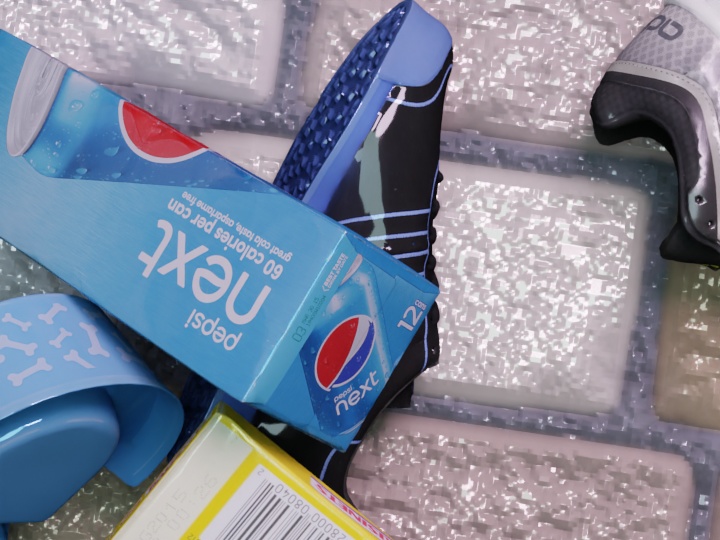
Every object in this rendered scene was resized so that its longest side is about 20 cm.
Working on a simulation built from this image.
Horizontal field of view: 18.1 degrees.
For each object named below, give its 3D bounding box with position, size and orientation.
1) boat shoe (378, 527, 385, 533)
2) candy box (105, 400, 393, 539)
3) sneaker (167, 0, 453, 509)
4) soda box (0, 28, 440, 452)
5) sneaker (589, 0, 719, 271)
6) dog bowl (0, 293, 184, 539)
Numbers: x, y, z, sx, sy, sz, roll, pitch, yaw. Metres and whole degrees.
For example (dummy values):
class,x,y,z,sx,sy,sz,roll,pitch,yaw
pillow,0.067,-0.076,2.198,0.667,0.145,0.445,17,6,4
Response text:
class,x,y,z,sx,sy,sz,roll,pitch,yaw
boat shoe,-0.056,0.176,0.848,0.202,0.075,0.075,-30,116,16
candy box,-0.004,0.147,0.789,0.200,0.026,0.102,40,100,-7
sneaker,0.000,0.000,0.859,0.078,0.070,0.201,27,84,-17
soda box,-0.071,-0.014,0.811,0.200,0.064,0.068,31,89,38
sneaker,0.158,-0.017,0.841,0.087,0.074,0.200,-38,81,1
dog bowl,-0.152,0.080,0.823,0.200,0.111,0.050,-42,63,27
